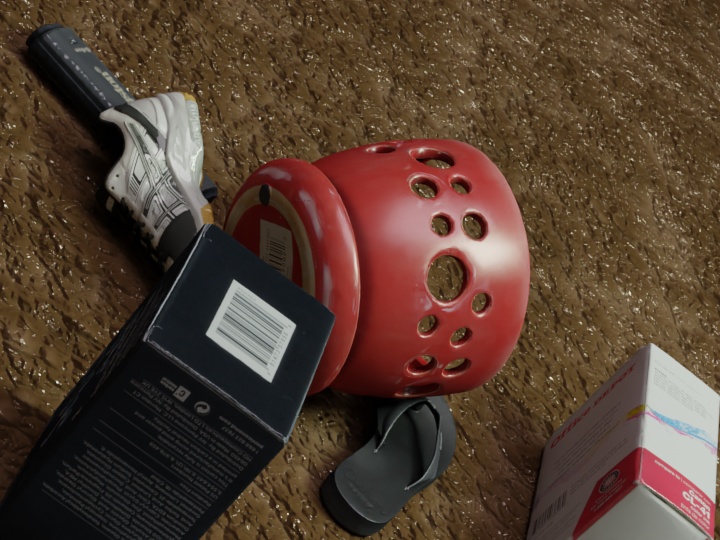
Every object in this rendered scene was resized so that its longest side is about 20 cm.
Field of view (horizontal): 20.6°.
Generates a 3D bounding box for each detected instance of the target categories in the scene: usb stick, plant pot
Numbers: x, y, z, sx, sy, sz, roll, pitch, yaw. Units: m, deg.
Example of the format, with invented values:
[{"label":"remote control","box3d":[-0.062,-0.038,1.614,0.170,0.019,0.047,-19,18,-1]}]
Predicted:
[{"label":"usb stick","box3d":[-0.193,-0.123,1.610,0.200,0.033,0.055,47,31,9]},{"label":"plant pot","box3d":[0.000,0.000,1.512,0.182,0.201,0.201,-3,51,-32]}]

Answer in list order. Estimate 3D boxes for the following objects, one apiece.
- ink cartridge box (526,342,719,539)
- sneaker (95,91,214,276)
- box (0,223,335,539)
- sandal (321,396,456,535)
[{"label":"ink cartridge box","box3d":[0.211,0.174,1.590,0.085,0.148,0.200,37,31,-9]},{"label":"sneaker","box3d":[-0.158,-0.042,1.527,0.087,0.076,0.201,-7,61,-10]},{"label":"box","box3d":[-0.124,0.097,1.239,0.107,0.200,0.149,36,29,-9]},{"label":"sandal","box3d":[0.034,0.139,1.530,0.076,0.043,0.200,41,30,-2]}]
